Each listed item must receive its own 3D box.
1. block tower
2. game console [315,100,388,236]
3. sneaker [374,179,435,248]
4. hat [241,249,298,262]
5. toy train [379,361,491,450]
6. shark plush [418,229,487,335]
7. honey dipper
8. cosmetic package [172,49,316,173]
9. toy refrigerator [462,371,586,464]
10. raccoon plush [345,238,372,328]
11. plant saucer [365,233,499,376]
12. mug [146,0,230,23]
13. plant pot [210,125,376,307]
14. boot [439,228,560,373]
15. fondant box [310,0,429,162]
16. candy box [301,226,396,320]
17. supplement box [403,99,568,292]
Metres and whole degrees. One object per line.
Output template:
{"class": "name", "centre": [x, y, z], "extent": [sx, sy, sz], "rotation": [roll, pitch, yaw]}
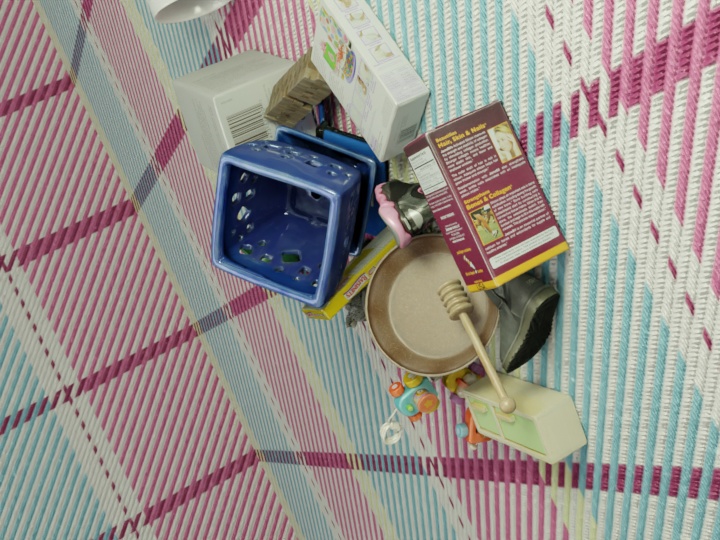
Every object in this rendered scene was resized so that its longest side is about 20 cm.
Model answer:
{"class": "block tower", "centre": [-0.090, -0.284, 1.726], "extent": [0.200, 0.054, 0.058], "rotation": [-28, 47, 63]}
{"class": "game console", "centre": [-0.014, -0.177, 1.781], "extent": [0.170, 0.119, 0.201], "rotation": [20, 143, 18]}
{"class": "sneaker", "centre": [0.076, -0.096, 1.579], "extent": [0.079, 0.095, 0.200], "rotation": [54, -172, -17]}
{"class": "hat", "centre": [-0.144, -0.089, 2.222], "extent": [0.200, 0.176, 0.166], "rotation": [28, -169, -49]}
{"class": "toy train", "centre": [0.133, 0.216, 1.686], "extent": [0.056, 0.199, 0.151], "rotation": [-142, 55, -61]}
{"class": "shark plush", "centre": [0.116, 0.018, 1.636], "extent": [0.200, 0.091, 0.083], "rotation": [52, -171, 15]}
{"class": "honey dipper", "centre": [0.159, 0.103, 1.487], "extent": [0.038, 0.038, 0.201], "rotation": [100, 148, -59]}
{"class": "cosmetic package", "centre": [-0.195, -0.265, 1.908], "extent": [0.200, 0.164, 0.166], "rotation": [31, 142, 55]}
{"class": "toy refrigerator", "centre": [0.227, 0.207, 1.579], "extent": [0.200, 0.070, 0.076], "rotation": [14, 128, 66]}
{"class": "raccoon plush", "centre": [0.000, 0.026, 1.824], "extent": [0.200, 0.134, 0.097], "rotation": [18, 133, 63]}
{"class": "plant saucer", "centre": [0.105, 0.049, 1.572], "extent": [0.201, 0.200, 0.037], "rotation": [58, -165, 16]}
{"class": "mug", "centre": [-0.293, -0.539, 1.881], "extent": [0.199, 0.147, 0.176], "rotation": [-20, 89, 40]}
{"class": "plant pot", "centre": [-0.090, -0.093, 1.657], "extent": [0.199, 0.180, 0.201], "rotation": [21, 125, 17]}
{"class": "boot", "centre": [0.171, 0.015, 1.479], "extent": [0.200, 0.072, 0.182], "rotation": [45, 142, 28]}
{"class": "fondant box", "centre": [0.009, -0.272, 1.546], "extent": [0.200, 0.058, 0.144], "rotation": [56, 159, 18]}
{"class": "candy box", "centre": [0.000, 0.000, 1.704], "extent": [0.026, 0.200, 0.102], "rotation": [51, 163, -15]}
{"class": "supplement box", "centre": [0.150, -0.088, 1.344], "extent": [0.201, 0.110, 0.086], "rotation": [65, 161, -2]}
